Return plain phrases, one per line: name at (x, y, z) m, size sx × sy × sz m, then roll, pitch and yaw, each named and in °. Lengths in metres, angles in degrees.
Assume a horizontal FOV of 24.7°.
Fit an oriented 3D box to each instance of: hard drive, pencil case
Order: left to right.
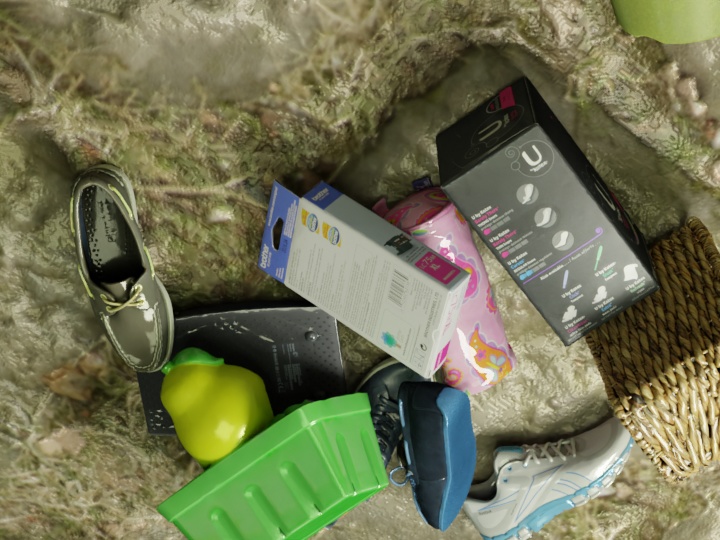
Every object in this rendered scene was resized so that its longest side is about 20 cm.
hard drive at (-0.115, 0.091, 1.594) m, size 0.200 × 0.042 × 0.135 m, roll -6°, pitch 116°, yaw 4°
pencil case at (0.079, 0.019, 1.538) m, size 0.087 × 0.087 × 0.200 m, roll -19°, pitch 115°, yaw 9°

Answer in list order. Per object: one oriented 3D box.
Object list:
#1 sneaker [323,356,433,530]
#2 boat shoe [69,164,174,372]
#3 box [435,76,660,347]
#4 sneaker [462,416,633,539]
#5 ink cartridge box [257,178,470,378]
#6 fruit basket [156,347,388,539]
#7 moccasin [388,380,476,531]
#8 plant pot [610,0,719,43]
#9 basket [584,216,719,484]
sneaker at (0.008, 0.175, 1.612) m, size 0.075 × 0.085 × 0.200 m, roll 27°, pitch 113°, yaw -13°
boat shoe at (-0.224, 0.004, 1.518) m, size 0.072 × 0.060 × 0.202 m, roll -13°, pitch 101°, yaw 5°
box at (0.167, -0.053, 1.478) m, size 0.106 × 0.122 × 0.200 m, roll -34°, pitch 113°, yaw 15°
sneaker at (0.180, 0.198, 1.634) m, size 0.200 × 0.075 × 0.087 m, roll -39°, pitch 104°, yaw 17°
ink cartridge box at (0.000, 0.000, 1.499) m, size 0.200 × 0.042 × 0.119 m, roll 31°, pitch 138°, yaw 17°
fruit basket at (-0.102, 0.161, 1.550) m, size 0.215 × 0.155 × 0.216 m, roll 0°, pitch 90°, yaw 26°
moccasin at (0.070, 0.170, 1.586) m, size 0.068 × 0.080 × 0.200 m, roll 20°, pitch 136°, yaw 21°
plant pot at (0.257, -0.294, 1.340) m, size 0.200 × 0.200 × 0.190 m, roll -10°, pitch 128°, yaw 5°
basket at (0.302, 0.079, 1.498) m, size 0.149 × 0.200 × 0.143 m, roll -33°, pitch 120°, yaw 13°
